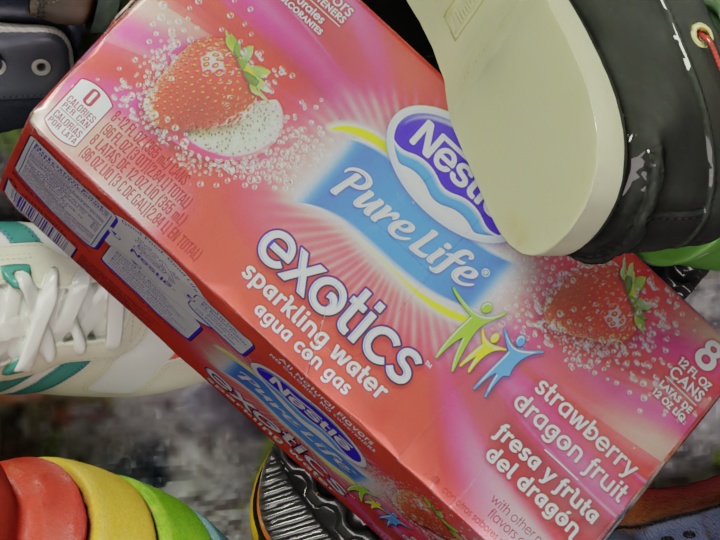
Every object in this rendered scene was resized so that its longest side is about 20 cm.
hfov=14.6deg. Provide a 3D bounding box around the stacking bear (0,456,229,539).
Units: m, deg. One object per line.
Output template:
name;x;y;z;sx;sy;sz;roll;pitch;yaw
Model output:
stacking bear;-0.101;0.109;0.883;0.121;0.114;0.200;-32;132;23

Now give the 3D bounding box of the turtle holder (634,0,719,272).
turtle holder;0.137;-0.065;0.842;0.185;0.132;0.141;9;91;32

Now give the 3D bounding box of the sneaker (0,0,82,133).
sneaker;-0.162;-0.098;0.828;0.146;0.077;0.203;-11;147;2

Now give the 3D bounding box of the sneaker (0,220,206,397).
sneaker;-0.119;0.018;0.894;0.199;0.093;0.071;3;109;-5

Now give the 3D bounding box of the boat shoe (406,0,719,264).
boat shoe;0.051;-0.093;0.787;0.063;0.202;0.074;1;149;-33

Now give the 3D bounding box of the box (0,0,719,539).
box;0.000;0.000;0.822;0.200;0.100;0.096;42;75;-2

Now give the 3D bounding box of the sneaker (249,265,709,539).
sneaker;0.036;0.025;0.925;0.200;0.090;0.070;-44;91;-16

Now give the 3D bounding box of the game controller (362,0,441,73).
game controller;-0.011;-0.133;0.885;0.104;0.042;0.201;-7;110;-17

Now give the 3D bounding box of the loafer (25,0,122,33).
loafer;-0.097;-0.170;0.823;0.063;0.072;0.201;2;85;-13

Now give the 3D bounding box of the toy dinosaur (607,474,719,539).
toy dinosaur;0.103;0.099;0.967;0.181;0.105;0.200;29;68;0
